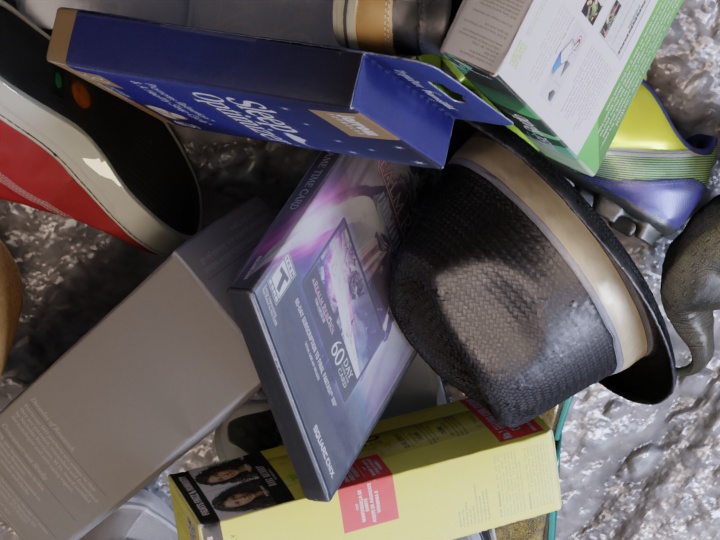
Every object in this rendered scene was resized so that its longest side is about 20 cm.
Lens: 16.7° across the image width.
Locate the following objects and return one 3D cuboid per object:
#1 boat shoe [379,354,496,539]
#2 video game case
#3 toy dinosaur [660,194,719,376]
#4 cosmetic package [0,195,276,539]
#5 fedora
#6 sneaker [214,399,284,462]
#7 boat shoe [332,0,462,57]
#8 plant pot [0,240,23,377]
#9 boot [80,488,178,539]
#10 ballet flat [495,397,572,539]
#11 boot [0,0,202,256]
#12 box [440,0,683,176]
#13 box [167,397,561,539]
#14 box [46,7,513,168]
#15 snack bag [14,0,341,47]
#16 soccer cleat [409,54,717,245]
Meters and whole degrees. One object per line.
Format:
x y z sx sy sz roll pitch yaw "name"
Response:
0.036 0.108 1.408 0.073 0.068 0.200 -25 89 17 "boat shoe"
0.000 0.000 1.281 0.019 0.200 0.143 5 133 29 "video game case"
0.210 -0.014 1.363 0.102 0.077 0.200 4 148 -36 "toy dinosaur"
-0.113 0.059 1.315 0.090 0.107 0.200 48 118 2 "cosmetic package"
0.074 0.015 1.274 0.092 0.200 0.201 -41 126 -12 "fedora"
-0.035 0.138 1.419 0.081 0.076 0.200 -19 146 22 "sneaker"
0.053 -0.173 1.166 0.062 0.201 0.075 15 143 20 "boat shoe"
-0.277 0.082 1.249 0.185 0.201 0.187 2 141 1 "plant pot"
-0.098 0.211 1.449 0.073 0.096 0.200 -31 135 21 "boot"
0.094 0.087 1.431 0.070 0.071 0.201 0 125 -10 "ballet flat"
-0.188 -0.054 1.286 0.144 0.073 0.200 -25 137 28 "boot"
0.110 -0.137 1.186 0.145 0.036 0.200 -63 157 -2 "box"
0.002 0.119 1.313 0.199 0.075 0.050 -13 110 -14 "box"
-0.037 -0.085 1.180 0.199 0.033 0.121 9 173 25 "box"
-0.078 -0.186 1.185 0.199 0.021 0.190 12 124 10 "snack bag"
0.109 -0.093 1.315 0.200 0.065 0.084 34 88 -25 "soccer cleat"
